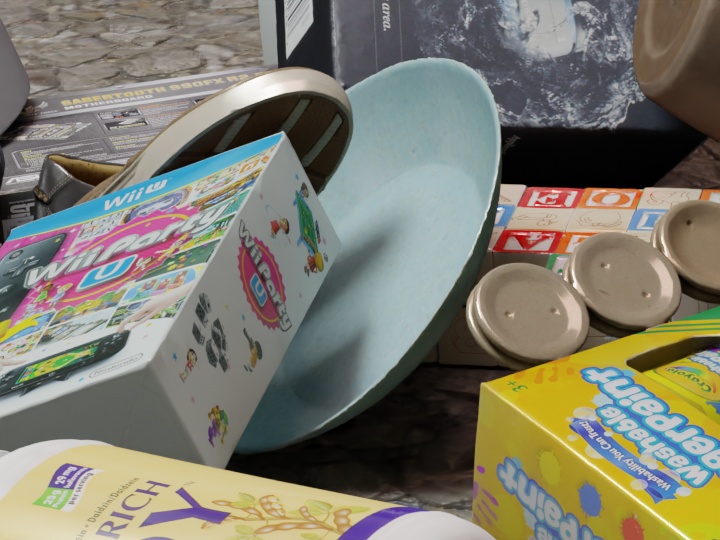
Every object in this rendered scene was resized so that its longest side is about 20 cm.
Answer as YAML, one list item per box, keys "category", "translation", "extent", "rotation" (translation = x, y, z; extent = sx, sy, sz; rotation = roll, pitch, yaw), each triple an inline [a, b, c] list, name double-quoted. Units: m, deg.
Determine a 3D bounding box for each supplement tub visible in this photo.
- category: "supplement tub"
  translation: [-0.059, 0.132, 0.879]
  extent: [0.200, 0.146, 0.145]
  rotation: [9, 24, 29]

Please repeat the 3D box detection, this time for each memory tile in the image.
- category: "memory tile"
  translation: [0.151, 0.039, 1.156]
  extent: [0.200, 0.017, 0.153]
  rotation: [-17, 61, -30]

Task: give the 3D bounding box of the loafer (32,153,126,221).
- category: "loafer"
  translation: [-0.065, -0.025, 1.386]
  extent: [0.200, 0.072, 0.073]
  rotation: [-4, 20, -4]

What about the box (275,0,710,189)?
- category: "box"
  translation: [0.062, -0.147, 1.433]
  extent: [0.200, 0.197, 0.117]
  rotation: [2, -16, -16]

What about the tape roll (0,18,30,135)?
- category: "tape roll"
  translation: [-0.282, -0.089, 1.516]
  extent: [0.200, 0.066, 0.200]
  rotation: [-19, 26, 9]

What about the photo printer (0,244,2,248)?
- category: "photo printer"
  translation: [-0.250, 0.018, 1.258]
  extent: [0.166, 0.070, 0.200]
  rotation: [-1, 4, 7]

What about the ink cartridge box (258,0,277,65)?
- category: "ink cartridge box"
  translation: [0.045, -0.119, 1.597]
  extent: [0.146, 0.083, 0.200]
  rotation: [-12, 23, -20]

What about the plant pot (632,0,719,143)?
- category: "plant pot"
  translation: [0.230, -0.116, 1.336]
  extent: [0.174, 0.201, 0.200]
  rotation: [16, 18, -12]

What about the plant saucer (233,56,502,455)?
- category: "plant saucer"
  translation: [0.000, 0.000, 1.238]
  extent: [0.039, 0.201, 0.201]
  rotation: [35, 1, -31]

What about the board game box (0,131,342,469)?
- category: "board game box"
  translation: [-0.105, 0.033, 1.156]
  extent: [0.147, 0.064, 0.200]
  rotation: [-19, 21, 23]

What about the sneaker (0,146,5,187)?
- category: "sneaker"
  translation: [-0.244, -0.060, 1.321]
  extent: [0.112, 0.078, 0.200]
  rotation: [3, 8, 33]

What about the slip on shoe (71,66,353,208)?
- category: "slip on shoe"
  translation: [-0.081, -0.035, 1.280]
  extent: [0.076, 0.200, 0.061]
  rotation: [24, 39, -29]

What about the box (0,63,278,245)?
- category: "box"
  translation: [-0.114, -0.057, 1.510]
  extent: [0.200, 0.048, 0.158]
  rotation: [-9, 21, -14]

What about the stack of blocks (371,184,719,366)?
- category: "stack of blocks"
  translation: [0.109, 0.008, 1.292]
  extent: [0.200, 0.059, 0.115]
  rotation: [2, 22, 14]

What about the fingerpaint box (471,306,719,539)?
- category: "fingerpaint box"
  translation: [0.164, 0.090, 1.009]
  extent: [0.167, 0.073, 0.200]
  rotation: [-16, 34, -29]
